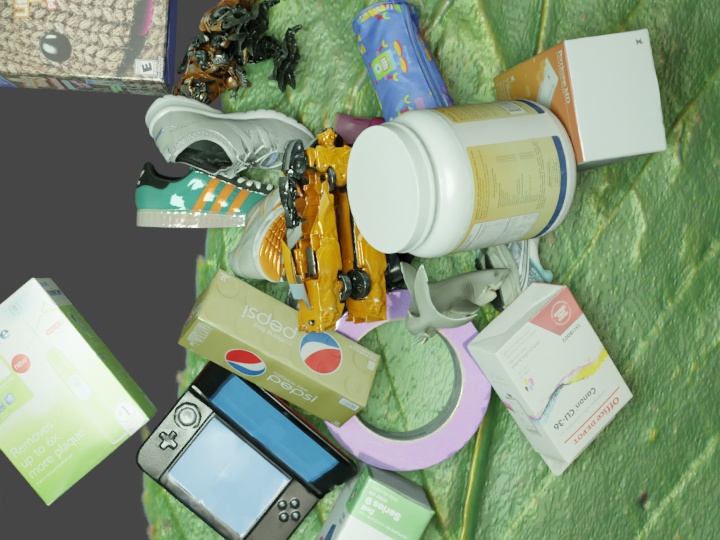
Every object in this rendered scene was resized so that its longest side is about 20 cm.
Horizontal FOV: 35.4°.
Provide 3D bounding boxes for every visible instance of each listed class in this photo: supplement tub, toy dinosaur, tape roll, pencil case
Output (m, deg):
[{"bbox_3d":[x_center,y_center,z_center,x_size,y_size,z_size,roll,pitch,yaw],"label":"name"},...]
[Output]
[{"bbox_3d":[0.100,-0.092,1.124,0.198,0.144,0.146,-10,91,-32],"label":"supplement tub"},{"bbox_3d":[-0.143,-0.259,1.249,0.135,0.102,0.202,16,96,40],"label":"toy dinosaur"},{"bbox_3d":[0.046,0.121,1.279,0.198,0.066,0.203,0,91,-4],"label":"tape roll"},{"bbox_3d":[0.057,-0.203,1.245,0.077,0.087,0.202,-8,72,-39],"label":"pencil case"}]

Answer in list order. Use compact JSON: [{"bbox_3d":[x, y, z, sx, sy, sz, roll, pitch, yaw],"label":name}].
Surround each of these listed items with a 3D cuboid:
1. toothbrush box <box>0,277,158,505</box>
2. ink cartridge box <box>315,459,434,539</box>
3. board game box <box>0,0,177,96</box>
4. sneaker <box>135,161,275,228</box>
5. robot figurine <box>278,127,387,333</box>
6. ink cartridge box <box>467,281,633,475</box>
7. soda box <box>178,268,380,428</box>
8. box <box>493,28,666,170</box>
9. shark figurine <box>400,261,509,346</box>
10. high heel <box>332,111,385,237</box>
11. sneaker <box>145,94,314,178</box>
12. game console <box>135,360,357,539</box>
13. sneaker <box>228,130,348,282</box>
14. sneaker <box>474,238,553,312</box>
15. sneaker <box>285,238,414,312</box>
[{"bbox_3d":[-0.344,0.130,1.245,0.145,0.086,0.201,-39,91,-3],"label":"toothbrush box"},{"bbox_3d":[-0.007,0.319,1.235,0.087,0.145,0.201,27,89,-3],"label":"ink cartridge box"},{"bbox_3d":[-0.305,-0.283,1.239,0.198,0.097,0.161,2,90,-4],"label":"board game box"},{"bbox_3d":[-0.153,-0.088,1.262,0.198,0.071,0.081,-1,93,-3],"label":"sneaker"},{"bbox_3d":[-0.030,-0.042,1.144,0.144,0.058,0.202,-7,90,-45],"label":"robot figurine"},{"bbox_3d":[0.222,0.127,1.254,0.116,0.067,0.201,-41,110,-17],"label":"ink cartridge box"},{"bbox_3d":[-0.084,0.083,1.178,0.199,0.064,0.068,30,52,-13],"label":"soda box"},{"bbox_3d":[0.231,-0.172,1.215,0.096,0.200,0.126,-10,90,-14],"label":"box"},{"bbox_3d":[0.067,0.027,1.168,0.128,0.214,0.090,-32,85,22],"label":"shark figurine"},{"bbox_3d":[-0.002,-0.077,1.273,0.095,0.067,0.202,12,89,1],"label":"high heel"},{"bbox_3d":[-0.137,-0.128,1.231,0.198,0.075,0.083,5,51,-29],"label":"sneaker"},{"bbox_3d":[-0.130,0.212,1.241,0.200,0.119,0.173,40,88,-2],"label":"game console"},{"bbox_3d":[-0.080,-0.071,1.204,0.076,0.091,0.201,52,53,-28],"label":"sneaker"},{"bbox_3d":[0.163,-0.060,1.290,0.086,0.078,0.202,-18,98,-16],"label":"sneaker"},{"bbox_3d":[0.000,0.000,1.227,0.200,0.076,0.091,-47,52,-10],"label":"sneaker"}]
